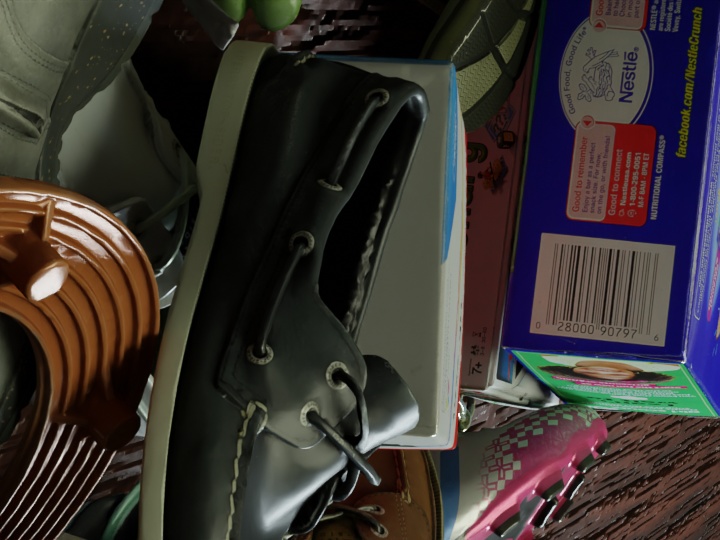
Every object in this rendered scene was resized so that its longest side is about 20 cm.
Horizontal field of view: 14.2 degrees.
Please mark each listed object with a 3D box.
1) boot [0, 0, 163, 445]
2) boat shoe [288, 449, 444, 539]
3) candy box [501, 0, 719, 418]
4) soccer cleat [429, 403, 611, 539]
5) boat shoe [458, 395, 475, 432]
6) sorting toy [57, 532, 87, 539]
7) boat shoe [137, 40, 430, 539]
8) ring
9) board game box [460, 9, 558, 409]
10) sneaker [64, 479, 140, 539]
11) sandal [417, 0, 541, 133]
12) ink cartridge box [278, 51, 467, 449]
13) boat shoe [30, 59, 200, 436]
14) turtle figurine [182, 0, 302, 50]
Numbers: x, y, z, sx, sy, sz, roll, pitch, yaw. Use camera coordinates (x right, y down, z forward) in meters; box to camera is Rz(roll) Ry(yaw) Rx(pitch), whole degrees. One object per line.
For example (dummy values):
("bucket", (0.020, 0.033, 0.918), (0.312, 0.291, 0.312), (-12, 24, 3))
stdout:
("boot", (-0.126, -0.026, 0.689), (0.130, 0.068, 0.200), (-6, 123, -54))
("boat shoe", (-0.002, 0.108, 1.056), (0.068, 0.072, 0.201), (76, 3, -69))
("candy box", (0.114, -0.035, 1.155), (0.200, 0.077, 0.170), (37, 60, -74))
("soccer cleat", (0.022, 0.090, 1.163), (0.200, 0.086, 0.070), (-32, 158, -44))
("boat shoe", (0.018, 0.097, 1.237), (0.201, 0.063, 0.073), (-71, 163, 2))
("sorting toy", (-0.069, 0.188, 0.892), (0.070, 0.198, 0.201), (-138, -112, -76))
("boat shoe", (-0.016, 0.026, 0.775), (0.075, 0.066, 0.200), (82, 14, -53))
("ring", (-0.126, 0.060, 0.691), (0.200, 0.019, 0.201), (-34, 152, -21))
("board game box", (0.065, -0.046, 1.196), (0.126, 0.034, 0.201), (23, 74, -73))
("sneaker", (-0.061, 0.127, 1.004), (0.119, 0.074, 0.200), (-67, 161, 10))
("sandal", (0.041, -0.133, 1.078), (0.080, 0.057, 0.201), (86, 13, -54))
("ink cartridge box", (0.000, 0.000, 0.961), (0.200, 0.067, 0.117), (49, 44, -84))
("boat shoe", (-0.068, -0.019, 0.836), (0.074, 0.067, 0.200), (-61, 161, -27))
("turtle figurine", (-0.002, -0.107, 0.799), (0.144, 0.200, 0.194), (-42, 165, -8))
